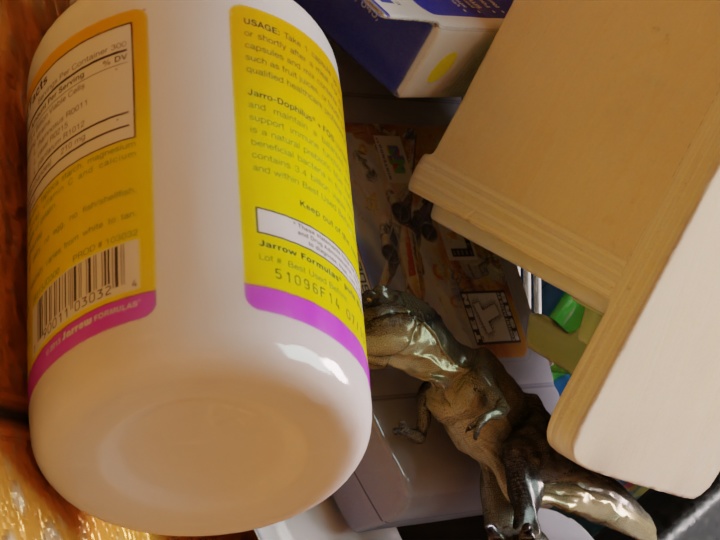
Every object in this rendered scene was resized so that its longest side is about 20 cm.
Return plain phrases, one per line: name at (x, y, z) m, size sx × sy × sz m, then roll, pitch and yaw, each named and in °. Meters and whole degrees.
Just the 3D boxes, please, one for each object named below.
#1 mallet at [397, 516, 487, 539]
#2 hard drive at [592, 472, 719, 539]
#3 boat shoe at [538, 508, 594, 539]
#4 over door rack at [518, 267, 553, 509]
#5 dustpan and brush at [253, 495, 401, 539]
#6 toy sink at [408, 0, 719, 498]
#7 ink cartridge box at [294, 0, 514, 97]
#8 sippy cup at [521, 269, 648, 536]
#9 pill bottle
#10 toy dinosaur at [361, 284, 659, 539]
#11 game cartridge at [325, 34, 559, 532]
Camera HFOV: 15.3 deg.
mallet at (0.072, 0.168, 1.214) m, size 0.041 × 0.066 × 0.200 m, roll -64°, pitch 138°, yaw -55°
hard drive at (0.134, 0.196, 1.144) m, size 0.139 × 0.033 × 0.201 m, roll -35°, pitch 121°, yaw -34°
boat shoe at (0.055, 0.167, 0.972) m, size 0.069 × 0.057 × 0.200 m, roll 38°, pitch 30°, yaw -13°
over door rack at (0.000, 0.000, 1.072) m, size 0.200 × 0.067 × 0.148 m, roll 32°, pitch 45°, yaw -37°
dustpan and brush at (-0.013, 0.111, 1.000) m, size 0.140 × 0.057 × 0.200 m, roll 66°, pitch 21°, yaw -6°
toy sink at (0.104, -0.035, 0.982) m, size 0.130 × 0.112 × 0.200 m, roll 20°, pitch 98°, yaw -58°
ink cartridge box at (-0.025, -0.138, 1.004) m, size 0.198 × 0.047 × 0.200 m, roll 44°, pitch 22°, yaw 18°
sippy cup at (0.105, 0.059, 1.239) m, size 0.130 × 0.140 × 0.178 m, roll 41°, pitch 26°, yaw -16°
pill bottle at (-0.054, -0.024, 0.855) m, size 0.104 × 0.104 × 0.201 m, roll 57°, pitch 22°, yaw -50°
toy dinosaur at (0.058, 0.079, 0.944) m, size 0.200 × 0.047 × 0.088 m, roll 41°, pitch 36°, yaw -36°
game cartridge at (0.007, -0.005, 0.997) m, size 0.133 × 0.041 × 0.201 m, roll 1°, pitch 68°, yaw -57°
